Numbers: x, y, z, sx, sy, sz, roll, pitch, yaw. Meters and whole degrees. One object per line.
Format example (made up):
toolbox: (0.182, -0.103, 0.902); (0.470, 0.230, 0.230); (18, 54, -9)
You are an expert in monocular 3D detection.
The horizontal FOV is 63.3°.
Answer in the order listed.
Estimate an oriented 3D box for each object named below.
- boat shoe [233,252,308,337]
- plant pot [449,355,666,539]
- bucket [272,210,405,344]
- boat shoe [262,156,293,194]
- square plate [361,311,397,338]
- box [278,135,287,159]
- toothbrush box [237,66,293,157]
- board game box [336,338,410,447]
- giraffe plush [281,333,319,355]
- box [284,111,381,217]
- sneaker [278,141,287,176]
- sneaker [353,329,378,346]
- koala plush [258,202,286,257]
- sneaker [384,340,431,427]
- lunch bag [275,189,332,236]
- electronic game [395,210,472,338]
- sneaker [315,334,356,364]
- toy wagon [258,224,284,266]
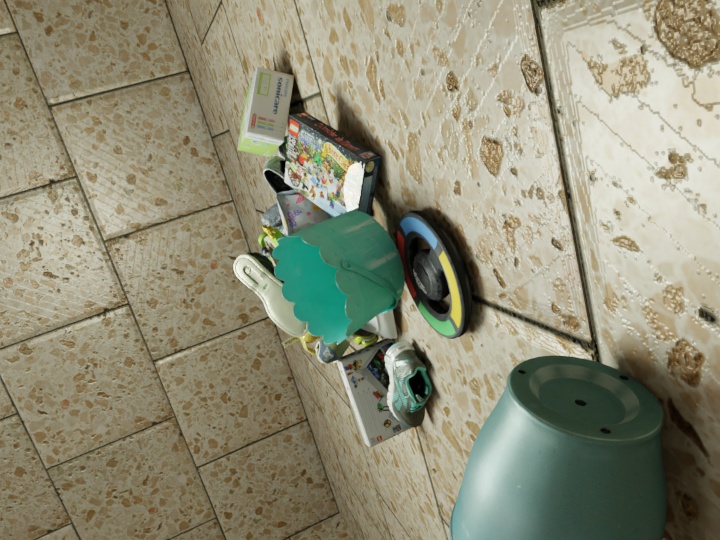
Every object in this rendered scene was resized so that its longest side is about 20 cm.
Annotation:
boat shoe: (-0.164, 0.043, 1.160); (0.200, 0.072, 0.068); (49, -162, 5)
plant pot: (0.195, 0.192, 0.558); (0.200, 0.200, 0.188); (-137, 46, -58)
bucket: (-0.034, 0.007, 0.960); (0.207, 0.135, 0.207); (37, 142, 36)
boat shoe: (-0.158, -0.169, 1.356); (0.201, 0.070, 0.072); (52, -146, -22)
square plate: (-0.028, 0.048, 1.147); (0.198, 0.028, 0.200); (20, 144, 28)
box: (-0.162, -0.234, 1.443); (0.082, 0.049, 0.200); (60, 162, 29)
toothbrush box: (-0.218, -0.351, 1.321); (0.200, 0.086, 0.146); (-175, 94, -72)
board game box: (0.040, 0.259, 1.247); (0.035, 0.126, 0.200); (-175, 66, -72)
giraffe plush: (-0.113, 0.107, 1.546); (0.173, 0.200, 0.162); (38, 134, 1)
box: (-0.055, -0.176, 1.025); (0.200, 0.038, 0.137); (37, 135, 32)
sneaker: (-0.131, -0.223, 1.263); (0.200, 0.084, 0.077); (74, 176, -62)
sneaker: (-0.019, 0.080, 1.348); (0.200, 0.074, 0.081); (47, 147, 37)
koala plush: (-0.201, -0.030, 1.483); (0.177, 0.200, 0.184); (28, 150, 28)
sneaker: (0.099, 0.237, 1.126); (0.091, 0.078, 0.200); (39, 148, 54)
lunch bag: (-0.097, -0.060, 1.248); (0.170, 0.127, 0.200); (76, 173, -62)
electronic game: (0.105, 0.007, 0.870); (0.200, 0.042, 0.200); (58, 161, 34)
sneaker: (-0.063, 0.152, 1.229); (0.067, 0.090, 0.200); (39, 174, -3)
toy wagon: (-0.145, -0.017, 1.150); (0.155, 0.040, 0.200); (44, 157, 36)
